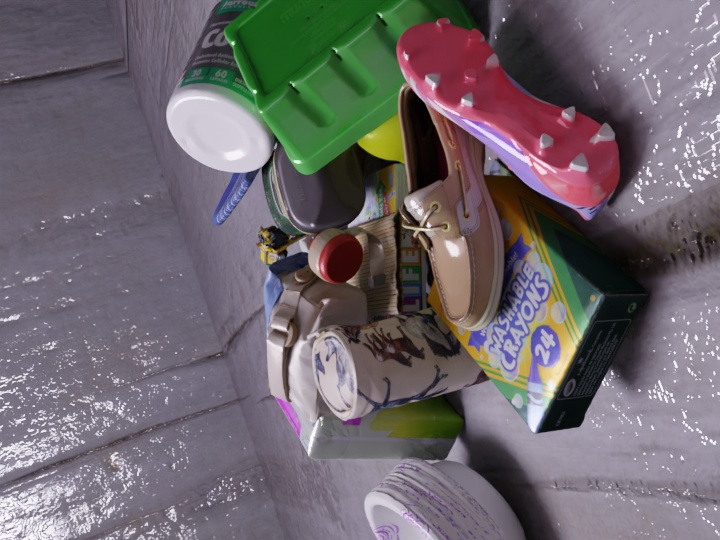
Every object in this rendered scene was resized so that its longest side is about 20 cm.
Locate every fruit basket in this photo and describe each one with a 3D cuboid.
[{"bbox_3d":[0.009,-0.178,0.726,0.158,0.212,0.217,64,160,21],"label":"fruit basket"}]

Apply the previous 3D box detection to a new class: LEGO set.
[{"bbox_3d":[-0.034,-0.022,0.995,0.202,0.151,0.117,60,159,23],"label":"LEGO set"}]

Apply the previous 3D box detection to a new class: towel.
[{"bbox_3d":[-0.126,-0.138,0.970,0.147,0.024,0.200,-66,13,-18],"label":"towel"}]

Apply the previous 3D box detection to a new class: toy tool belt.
[{"bbox_3d":[-0.051,0.036,0.806,0.122,0.123,0.204,36,134,45],"label":"toy tool belt"}]

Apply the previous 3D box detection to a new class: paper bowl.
[{"bbox_3d":[0.104,0.295,0.905,0.200,0.104,0.203,39,151,26],"label":"paper bowl"}]

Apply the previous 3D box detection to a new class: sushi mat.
[{"bbox_3d":[0.000,0.000,0.858,0.199,0.012,0.098,168,100,-68],"label":"sushi mat"}]

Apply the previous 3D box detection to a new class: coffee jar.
[{"bbox_3d":[-0.053,-0.092,0.869,0.200,0.083,0.107,-165,59,-78],"label":"coffee jar"}]

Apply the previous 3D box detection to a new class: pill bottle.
[{"bbox_3d":[-0.116,-0.212,0.844,0.114,0.110,0.203,103,-178,-58],"label":"pill bottle"}]

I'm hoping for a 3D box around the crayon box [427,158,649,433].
[{"bbox_3d":[0.123,0.012,0.658,0.201,0.051,0.128,53,134,46],"label":"crayon box"}]

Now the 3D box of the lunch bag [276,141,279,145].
[{"bbox_3d":[-0.086,-0.197,1.089,0.163,0.076,0.201,65,159,18],"label":"lunch bag"}]

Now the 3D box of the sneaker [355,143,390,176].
[{"bbox_3d":[-0.004,-0.170,0.879,0.089,0.074,0.201,65,160,19],"label":"sneaker"}]

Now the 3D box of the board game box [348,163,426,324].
[{"bbox_3d":[0.026,0.002,0.856,0.134,0.033,0.205,171,98,-69],"label":"board game box"}]

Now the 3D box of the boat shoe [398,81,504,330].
[{"bbox_3d":[0.063,-0.054,0.644,0.074,0.065,0.205,-25,69,56],"label":"boat shoe"}]

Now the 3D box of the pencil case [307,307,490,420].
[{"bbox_3d":[0.052,0.071,0.746,0.091,0.196,0.078,69,152,19],"label":"pencil case"}]

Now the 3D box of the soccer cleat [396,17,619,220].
[{"bbox_3d":[0.101,-0.110,0.595,0.199,0.067,0.077,40,164,27],"label":"soccer cleat"}]

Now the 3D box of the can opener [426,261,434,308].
[{"bbox_3d":[0.080,0.017,0.838,0.053,0.065,0.202,61,154,31],"label":"can opener"}]

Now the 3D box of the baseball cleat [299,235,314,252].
[{"bbox_3d":[-0.037,0.020,1.190,0.108,0.068,0.203,85,168,-52],"label":"baseball cleat"}]

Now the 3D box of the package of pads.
[{"bbox_3d":[0.002,0.156,0.975,0.155,0.196,0.069,46,121,54],"label":"package of pads"}]
